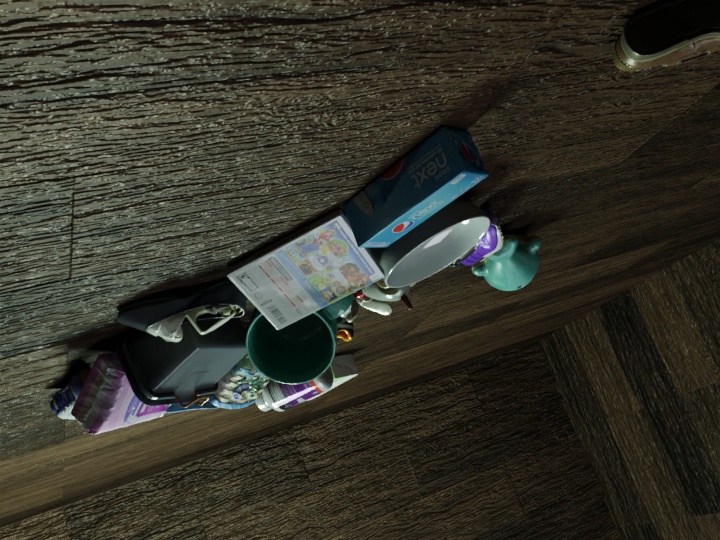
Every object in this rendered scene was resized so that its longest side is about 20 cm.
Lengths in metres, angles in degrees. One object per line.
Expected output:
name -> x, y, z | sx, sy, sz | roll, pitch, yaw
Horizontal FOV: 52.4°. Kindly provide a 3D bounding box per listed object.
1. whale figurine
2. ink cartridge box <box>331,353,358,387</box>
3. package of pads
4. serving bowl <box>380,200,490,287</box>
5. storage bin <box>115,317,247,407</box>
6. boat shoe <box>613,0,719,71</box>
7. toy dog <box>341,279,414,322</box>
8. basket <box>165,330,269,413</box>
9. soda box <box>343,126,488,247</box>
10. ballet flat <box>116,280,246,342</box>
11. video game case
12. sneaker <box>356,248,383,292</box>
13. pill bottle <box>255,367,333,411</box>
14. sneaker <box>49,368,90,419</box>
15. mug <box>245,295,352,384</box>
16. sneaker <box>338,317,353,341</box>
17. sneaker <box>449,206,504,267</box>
whale figurine -> 0.313, -0.017, 1.540 | 0.157, 0.105, 0.200 | -24, 164, 11
ink cartridge box -> -0.117, 0.316, 2.127 | 0.199, 0.068, 0.116 | -33, 162, 31
package of pads -> -0.392, 0.202, 1.255 | 0.122, 0.075, 0.200 | -60, 163, 7
serving bowl -> 0.112, -0.053, 1.198 | 0.197, 0.066, 0.201 | -28, 162, -10
storage bin -> -0.277, 0.138, 1.217 | 0.134, 0.147, 0.199 | -38, 160, 19
boat shoe -> 0.390, -0.283, 0.847 | 0.196, 0.073, 0.068 | -13, 169, 2
toy dog -> 0.038, 0.058, 1.428 | 0.130, 0.098, 0.200 | -12, 162, -31
basket -> -0.274, 0.212, 1.432 | 0.199, 0.141, 0.175 | -38, 159, 22
soda box -> 0.069, -0.106, 0.981 | 0.064, 0.069, 0.199 | -2, 155, -48
ballet flat -> -0.262, 0.068, 1.105 | 0.197, 0.074, 0.073 | -14, 163, -25
video game case -> -0.080, 0.004, 1.099 | 0.197, 0.018, 0.144 | -26, 130, 15
sneaker -> 0.000, 0.000, 1.222 | 0.073, 0.081, 0.198 | -34, 162, 34
pill bottle -> -0.174, 0.285, 1.864 | 0.197, 0.114, 0.112 | -27, 164, 17
sneaker -> -0.509, 0.234, 1.309 | 0.087, 0.076, 0.200 | -15, 162, -21
mug -> -0.098, 0.097, 1.251 | 0.181, 0.155, 0.115 | -4, -156, 3
sneaker -> -0.097, 0.122, 1.496 | 0.197, 0.079, 0.078 | -13, 164, -26
sneaker -> 0.197, -0.048, 1.346 | 0.098, 0.071, 0.201 | -17, 163, -9
